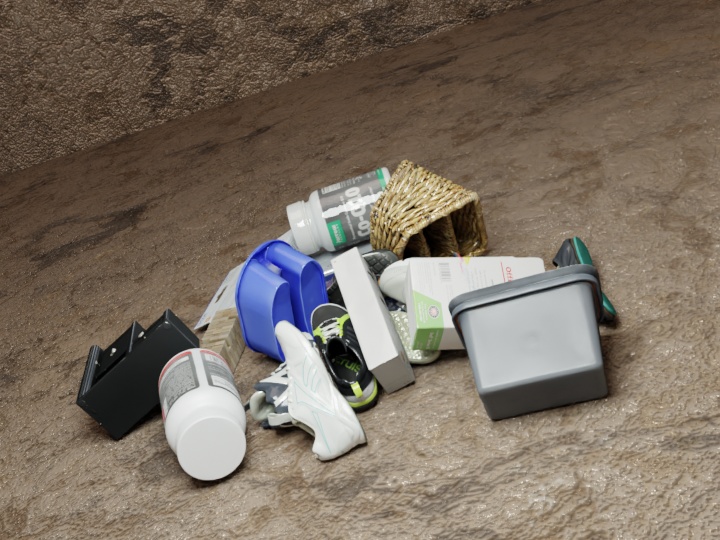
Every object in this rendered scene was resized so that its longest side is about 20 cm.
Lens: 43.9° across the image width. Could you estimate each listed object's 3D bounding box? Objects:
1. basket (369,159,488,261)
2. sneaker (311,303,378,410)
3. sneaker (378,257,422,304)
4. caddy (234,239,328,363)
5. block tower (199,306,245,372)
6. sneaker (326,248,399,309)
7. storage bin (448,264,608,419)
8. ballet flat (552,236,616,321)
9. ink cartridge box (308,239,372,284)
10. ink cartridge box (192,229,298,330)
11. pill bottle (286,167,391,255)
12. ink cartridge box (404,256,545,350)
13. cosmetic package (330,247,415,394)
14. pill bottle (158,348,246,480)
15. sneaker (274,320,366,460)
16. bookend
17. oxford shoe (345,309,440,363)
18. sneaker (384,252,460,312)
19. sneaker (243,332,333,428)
[{"bbox_3d":[0.110,-0.055,1.461,0.147,0.201,0.144,28,74,22],"label":"basket"},{"bbox_3d":[-0.025,0.107,1.284,0.071,0.083,0.201,-28,48,-3],"label":"sneaker"},{"bbox_3d":[0.116,0.045,1.339,0.196,0.077,0.093,12,42,14],"label":"sneaker"},{"bbox_3d":[-0.131,0.050,1.435,0.104,0.203,0.141,22,45,32],"label":"caddy"},{"bbox_3d":[-0.236,0.137,1.493,0.057,0.055,0.201,-12,26,17],"label":"block tower"},{"bbox_3d":[0.000,0.000,1.471,0.199,0.075,0.088,-36,20,46],"label":"sneaker"},{"bbox_3d":[0.223,0.105,1.138,0.196,0.146,0.137,-13,52,13],"label":"storage bin"},{"bbox_3d":[0.318,0.026,1.299,0.072,0.074,0.201,-16,31,8],"label":"ballet flat"},{"bbox_3d":[-0.020,-0.035,1.681,0.196,0.041,0.201,-21,24,-2],"label":"ink cartridge box"},{"bbox_3d":[-0.202,0.026,1.662,0.198,0.041,0.201,-30,22,33],"label":"ink cartridge box"},{"bbox_3d":[-0.027,-0.103,1.617,0.196,0.115,0.114,-19,24,2],"label":"pill bottle"},{"bbox_3d":[0.166,0.046,1.266,0.195,0.068,0.119,-1,56,-5],"label":"ink cartridge box"},{"bbox_3d":[0.017,0.070,1.295,0.050,0.083,0.202,-27,53,8],"label":"cosmetic package"},{"bbox_3d":[-0.225,0.203,1.272,0.114,0.118,0.200,-23,24,-8],"label":"pill bottle"},{"bbox_3d":[-0.072,0.159,1.196,0.079,0.202,0.071,-31,-19,-4],"label":"sneaker"},{"bbox_3d":[-0.350,0.135,1.455,0.199,0.092,0.199,-41,22,7],"label":"bookend"},{"bbox_3d":[0.038,0.103,1.352,0.197,0.058,0.076,8,60,33],"label":"oxford shoe"},{"bbox_3d":[0.083,0.028,1.437,0.196,0.086,0.075,-21,24,-1],"label":"sneaker"},{"bbox_3d":[-0.115,0.165,1.309,0.127,0.081,0.200,-15,33,-12],"label":"sneaker"}]
